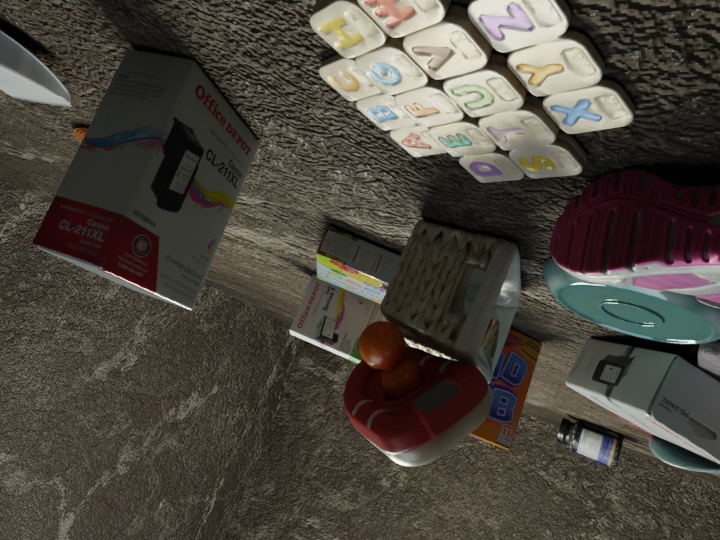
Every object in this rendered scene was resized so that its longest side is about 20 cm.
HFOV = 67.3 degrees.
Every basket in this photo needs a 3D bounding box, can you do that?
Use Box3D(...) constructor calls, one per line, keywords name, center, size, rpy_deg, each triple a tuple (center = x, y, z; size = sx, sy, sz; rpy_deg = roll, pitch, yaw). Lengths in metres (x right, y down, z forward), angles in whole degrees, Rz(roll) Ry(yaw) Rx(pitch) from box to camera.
Box3D(name="basket", center=(0.116, 0.043, 0.663), size=(0.122, 0.137, 0.200), rpy_deg=(20, 167, 24))

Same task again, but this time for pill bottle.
Box3D(name="pill bottle", center=(0.787, 0.585, 1.861), size=(0.198, 0.113, 0.112), rpy_deg=(16, 167, 31))

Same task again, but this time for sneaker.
Box3D(name="sneaker", center=(0.218, -0.014, 0.352), size=(0.088, 0.082, 0.199), rpy_deg=(31, 166, -31))

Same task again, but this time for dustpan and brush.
Box3D(name="dustpan and brush", center=(-0.423, -0.256, 0.579), size=(0.138, 0.058, 0.200), rpy_deg=(15, 173, 26))

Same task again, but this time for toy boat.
Box3D(name="toy boat", center=(0.042, 0.116, 0.596), size=(0.132, 0.130, 0.200), rpy_deg=(62, 163, -7))

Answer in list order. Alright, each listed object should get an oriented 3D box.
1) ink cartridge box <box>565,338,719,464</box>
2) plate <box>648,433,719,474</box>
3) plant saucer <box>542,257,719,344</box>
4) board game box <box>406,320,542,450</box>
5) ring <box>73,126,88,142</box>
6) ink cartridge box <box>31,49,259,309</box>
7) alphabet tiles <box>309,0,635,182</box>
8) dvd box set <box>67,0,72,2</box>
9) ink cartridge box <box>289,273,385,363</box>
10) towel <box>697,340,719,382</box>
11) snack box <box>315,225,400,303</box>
Box3D(name="ink cartridge box", center=(0.398, 0.170, 0.728), size=(0.144, 0.084, 0.200), rpy_deg=(31, 175, -5))
Box3D(name="plate", center=(0.502, 0.232, 0.734), size=(0.198, 0.026, 0.200), rpy_deg=(-18, -178, 1))
Box3D(name="plant saucer", center=(0.289, 0.036, 0.574), size=(0.198, 0.028, 0.200), rpy_deg=(22, 167, 5))
Box3D(name="board game box", center=(0.181, 0.191, 1.031), size=(0.198, 0.202, 0.200), rpy_deg=(25, 168, -15))
Box3D(name="ring", center=(-0.383, -0.177, 0.909), size=(0.198, 0.019, 0.201), rpy_deg=(23, 168, 5))
Box3D(name="ink cartridge box", center=(-0.194, -0.083, 0.527), size=(0.082, 0.202, 0.146), rpy_deg=(15, 167, 19))
Box3D(name="alphabet tiles", center=(0.063, -0.116, 0.356), size=(0.199, 0.015, 0.195), rpy_deg=(31, 166, -36))
Box3D(name="dvd box set", center=(-0.231, -0.244, 0.294), size=(0.145, 0.030, 0.199), rpy_deg=(10, 164, 48))
Box3D(name="ink cartridge box", center=(-0.051, 0.117, 1.272), size=(0.198, 0.146, 0.084), rpy_deg=(23, 168, -1))
Box3D(name="towel", center=(0.502, 0.140, 0.622), size=(0.198, 0.033, 0.191), rpy_deg=(15, 167, 36))
Box3D(name="snack box", center=(0.000, 0.000, 0.889), size=(0.141, 0.054, 0.200), rpy_deg=(24, 169, 0))
